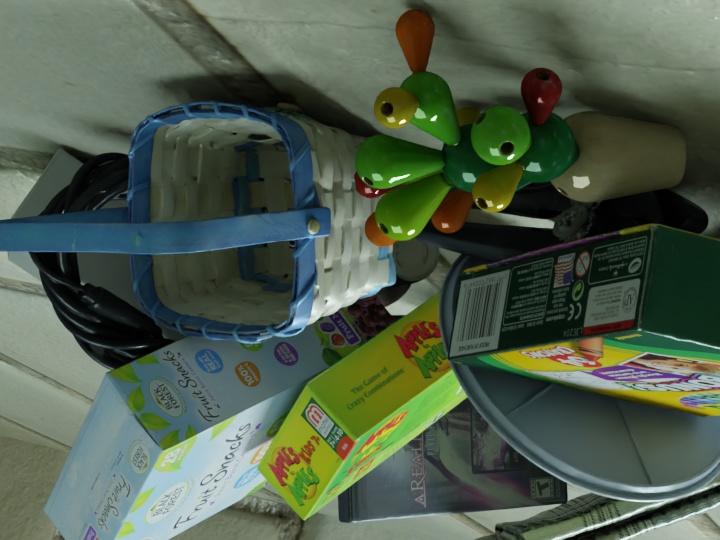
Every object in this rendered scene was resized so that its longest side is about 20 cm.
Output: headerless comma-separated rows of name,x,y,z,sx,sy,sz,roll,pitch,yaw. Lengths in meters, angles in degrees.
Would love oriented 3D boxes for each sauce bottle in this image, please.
sauce bottle,0.000,0.000,1.259,0.065,0.065,0.200,21,167,-18

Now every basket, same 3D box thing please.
basket,-0.090,-0.028,1.044,0.176,0.139,0.200,4,-168,42

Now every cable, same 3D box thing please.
cable,-0.130,0.001,1.238,0.200,0.163,0.051,10,-156,-9

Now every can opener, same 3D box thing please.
can opener,0.100,-0.026,1.033,0.200,0.063,0.079,2,161,45

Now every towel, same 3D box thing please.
towel,0.176,0.176,1.324,0.200,0.035,0.193,-21,178,-2

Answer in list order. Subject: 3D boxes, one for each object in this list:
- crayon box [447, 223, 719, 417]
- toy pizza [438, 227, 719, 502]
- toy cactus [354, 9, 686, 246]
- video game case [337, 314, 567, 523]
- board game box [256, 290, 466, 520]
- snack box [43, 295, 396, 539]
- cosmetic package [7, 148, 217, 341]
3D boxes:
crayon box,0.169,0.033,0.948,0.172,0.058,0.200,14,168,-21
toy pizza,0.135,0.057,1.077,0.200,0.200,0.032,19,134,-12
toy cactus,0.077,-0.064,0.898,0.165,0.102,0.200,-1,167,-10
video game case,0.067,0.103,1.294,0.200,0.143,0.019,0,176,-36
board game box,0.031,0.069,1.147,0.048,0.200,0.102,45,140,14
snack box,-0.089,0.096,1.156,0.068,0.200,0.169,52,141,18
cosmetic package,-0.163,0.005,1.339,0.200,0.081,0.113,35,166,-3
